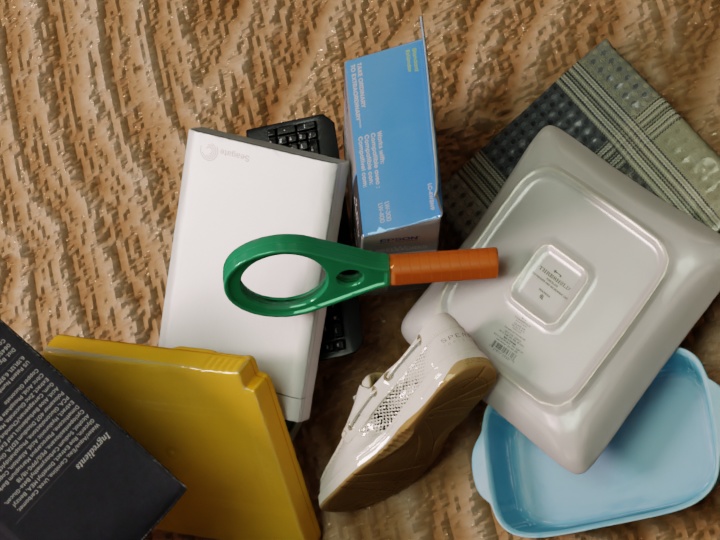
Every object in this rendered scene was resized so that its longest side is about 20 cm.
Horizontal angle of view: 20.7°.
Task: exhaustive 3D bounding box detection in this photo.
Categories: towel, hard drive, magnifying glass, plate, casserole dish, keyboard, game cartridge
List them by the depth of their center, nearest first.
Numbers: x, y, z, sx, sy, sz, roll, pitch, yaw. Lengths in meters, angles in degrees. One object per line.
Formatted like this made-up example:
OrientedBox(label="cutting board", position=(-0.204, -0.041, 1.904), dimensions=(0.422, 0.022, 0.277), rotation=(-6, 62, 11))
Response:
OrientedBox(label="casserole dish", position=(0.177, 0.127, 1.416), dimensions=(0.200, 0.039, 0.121), rotation=(-16, 69, 26))
OrientedBox(label="magnifying glass", position=(0.000, 0.000, 1.427), dimensions=(0.200, 0.080, 0.022), rotation=(-2, 52, -2))
OrientedBox(label="plate", position=(0.143, 0.014, 1.431), dimensions=(0.200, 0.032, 0.200), rotation=(38, 95, 34))
OrientedBox(label="towel", position=(0.173, -0.048, 1.477), dimensions=(0.193, 0.035, 0.200), rotation=(-42, 57, 10))
OrientedBox(label="hard drive", position=(-0.085, 0.002, 1.494), dimensions=(0.132, 0.027, 0.200), rotation=(15, 102, 25))
OrientedBox(label="keyboard", position=(-0.061, -0.024, 1.528), dimensions=(0.104, 0.040, 0.200), rotation=(-13, 70, 14))
OrientedBox(label="game cartridge", position=(-0.138, 0.134, 1.534), dimensions=(0.200, 0.176, 0.032), rotation=(4, 36, 30))

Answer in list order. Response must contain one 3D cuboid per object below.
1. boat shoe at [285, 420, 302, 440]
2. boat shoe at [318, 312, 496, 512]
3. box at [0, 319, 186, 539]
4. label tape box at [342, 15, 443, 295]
OrientedBox(label="boat shoe", position=(-0.072, 0.049, 1.567), dimensions=(0.075, 0.062, 0.200), rotation=(8, 80, 30))
OrientedBox(label="boat shoe", position=(0.026, 0.107, 1.469), dimensions=(0.200, 0.071, 0.069), rotation=(-49, 54, 34))
OrientedBox(label="box", position=(-0.254, 0.154, 1.479), dimensions=(0.200, 0.197, 0.117), rotation=(41, 69, -1))
OrientedBox(label="label tape box", position=(0.022, -0.081, 1.468), dimensions=(0.066, 0.200, 0.143), rotation=(-5, 71, -1))
